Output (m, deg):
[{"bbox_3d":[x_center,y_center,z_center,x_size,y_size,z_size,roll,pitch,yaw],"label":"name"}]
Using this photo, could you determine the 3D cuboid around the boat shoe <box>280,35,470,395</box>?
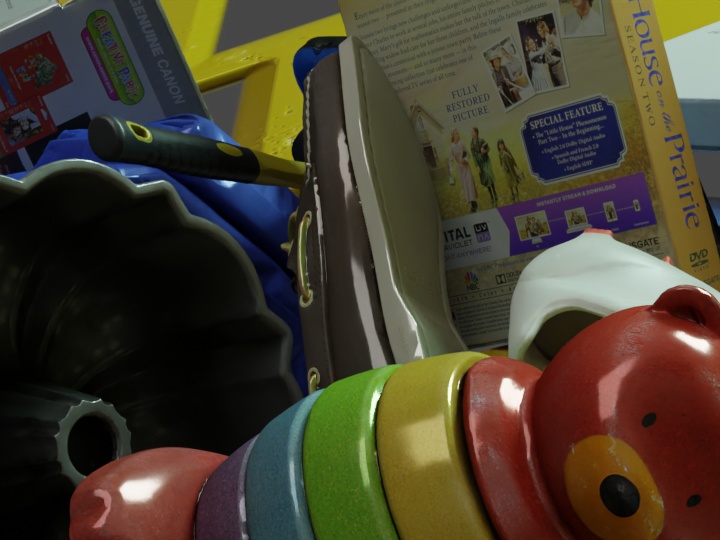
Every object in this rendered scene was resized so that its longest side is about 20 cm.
[{"bbox_3d":[0.000,0.000,0.811,0.059,0.072,0.201,-24,59,20],"label":"boat shoe"}]

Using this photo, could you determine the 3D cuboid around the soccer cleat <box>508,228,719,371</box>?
[{"bbox_3d":[0.147,0.041,0.742,0.199,0.070,0.078,14,35,12],"label":"soccer cleat"}]

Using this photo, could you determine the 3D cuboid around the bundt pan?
[{"bbox_3d":[-0.116,0.064,0.760,0.076,0.203,0.202,-9,27,49],"label":"bundt pan"}]

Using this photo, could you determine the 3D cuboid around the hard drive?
[{"bbox_3d":[0.191,-0.099,1.050,0.131,0.026,0.199,6,22,44],"label":"hard drive"}]

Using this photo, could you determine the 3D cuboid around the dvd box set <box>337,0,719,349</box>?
[{"bbox_3d":[0.059,-0.073,0.842,0.029,0.201,0.146,-17,2,-43],"label":"dvd box set"}]

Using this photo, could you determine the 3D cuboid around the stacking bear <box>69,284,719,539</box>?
[{"bbox_3d":[0.033,0.074,0.642,0.199,0.122,0.114,-25,2,24],"label":"stacking bear"}]

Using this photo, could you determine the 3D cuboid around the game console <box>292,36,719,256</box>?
[{"bbox_3d":[0.097,-0.062,0.958,0.199,0.171,0.118,5,43,44],"label":"game console"}]

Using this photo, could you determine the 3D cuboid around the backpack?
[{"bbox_3d":[-0.118,0.025,0.946,0.199,0.163,0.168,-7,44,50],"label":"backpack"}]

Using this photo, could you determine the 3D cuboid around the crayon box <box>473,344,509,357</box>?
[{"bbox_3d":[0.076,0.096,0.785,0.118,0.059,0.200,-14,27,16],"label":"crayon box"}]

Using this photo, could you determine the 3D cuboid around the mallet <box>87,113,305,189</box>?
[{"bbox_3d":[-0.037,-0.034,0.857,0.041,0.066,0.200,-40,-16,23],"label":"mallet"}]

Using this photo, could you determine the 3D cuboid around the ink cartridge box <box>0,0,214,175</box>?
[{"bbox_3d":[-0.154,-0.039,1.063,0.175,0.201,0.084,-24,25,-5],"label":"ink cartridge box"}]
